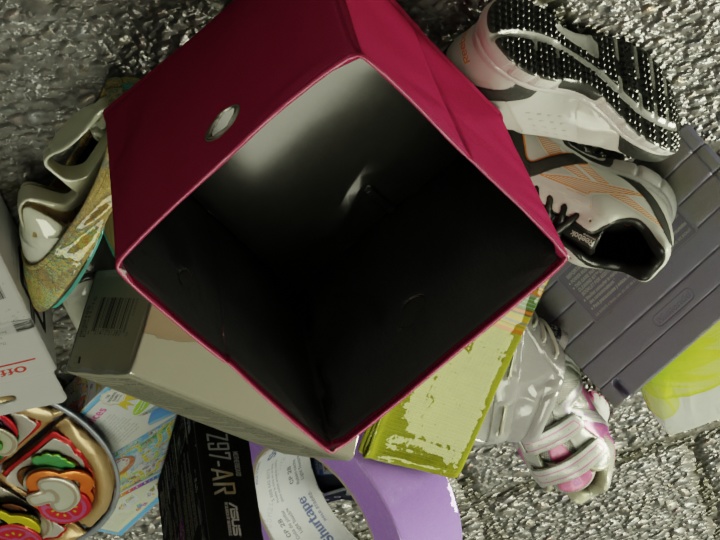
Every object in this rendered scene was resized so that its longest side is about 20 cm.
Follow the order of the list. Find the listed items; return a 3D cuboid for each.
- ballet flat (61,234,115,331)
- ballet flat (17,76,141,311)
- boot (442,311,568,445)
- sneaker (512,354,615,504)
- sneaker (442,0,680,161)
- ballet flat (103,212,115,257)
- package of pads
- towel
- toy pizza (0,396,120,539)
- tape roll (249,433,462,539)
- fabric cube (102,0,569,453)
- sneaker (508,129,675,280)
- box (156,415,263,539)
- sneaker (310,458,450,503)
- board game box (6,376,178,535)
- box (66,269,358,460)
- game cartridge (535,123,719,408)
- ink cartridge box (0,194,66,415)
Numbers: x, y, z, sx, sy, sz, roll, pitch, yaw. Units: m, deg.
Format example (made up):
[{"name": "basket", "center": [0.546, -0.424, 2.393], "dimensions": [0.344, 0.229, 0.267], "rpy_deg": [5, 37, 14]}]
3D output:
[{"name": "ballet flat", "center": [-0.171, 0.034, 1.608], "dimensions": [0.068, 0.069, 0.200], "rpy_deg": [-22, 143, 16]}, {"name": "ballet flat", "center": [-0.193, -0.055, 1.480], "dimensions": [0.070, 0.071, 0.200], "rpy_deg": [16, 128, -34]}, {"name": "boot", "center": [0.110, 0.038, 1.651], "dimensions": [0.095, 0.074, 0.201], "rpy_deg": [1, 114, -20]}, {"name": "sneaker", "center": [0.165, 0.133, 1.811], "dimensions": [0.081, 0.089, 0.200], "rpy_deg": [-26, 149, 19]}, {"name": "sneaker", "center": [0.137, -0.123, 1.497], "dimensions": [0.199, 0.074, 0.080], "rpy_deg": [24, 143, -32]}, {"name": "ballet flat", "center": [-0.082, -0.034, 1.546], "dimensions": [0.199, 0.063, 0.069], "rpy_deg": [-10, 143, -3]}, {"name": "package of pads", "center": [0.285, 0.047, 1.760], "dimensions": [0.154, 0.068, 0.200], "rpy_deg": [-20, 143, 10]}, {"name": "towel", "center": [0.072, 0.059, 1.599], "dimensions": [0.086, 0.018, 0.201], "rpy_deg": [16, 111, -18]}, {"name": "toy pizza", "center": [-0.289, 0.165, 1.735], "dimensions": [0.199, 0.032, 0.201], "rpy_deg": [3, 133, 3]}, {"name": "tape roll", "center": [-0.015, 0.182, 1.718], "dimensions": [0.066, 0.200, 0.200], "rpy_deg": [-31, 159, -37]}, {"name": "fabric cube", "center": [-0.022, -0.054, 1.348], "dimensions": [0.196, 0.200, 0.200], "rpy_deg": [-40, 118, 15]}, {"name": "sneaker", "center": [0.132, -0.052, 1.532], "dimensions": [0.199, 0.080, 0.074], "rpy_deg": [15, 125, -11]}, {"name": "box", "center": [-0.115, 0.208, 1.690], "dimensions": [0.043, 0.201, 0.161], "rpy_deg": [1, 142, -15]}, {"name": "sneaker", "center": [0.013, 0.153, 1.772], "dimensions": [0.108, 0.071, 0.200], "rpy_deg": [-4, 176, -4]}, {"name": "board game box", "center": [-0.198, 0.140, 1.774], "dimensions": [0.134, 0.034, 0.200], "rpy_deg": [18, 135, -35]}, {"name": "box", "center": [-0.096, 0.068, 1.560], "dimensions": [0.199, 0.078, 0.095], "rpy_deg": [24, 165, -35]}, {"name": "game cartridge", "center": [0.215, -0.003, 1.632], "dimensions": [0.200, 0.130, 0.038], "rpy_deg": [-45, 170, 36]}, {"name": "ink cartridge box", "center": [-0.287, 0.026, 1.563], "dimensions": [0.115, 0.068, 0.200], "rpy_deg": [-11, 144, 2]}]
